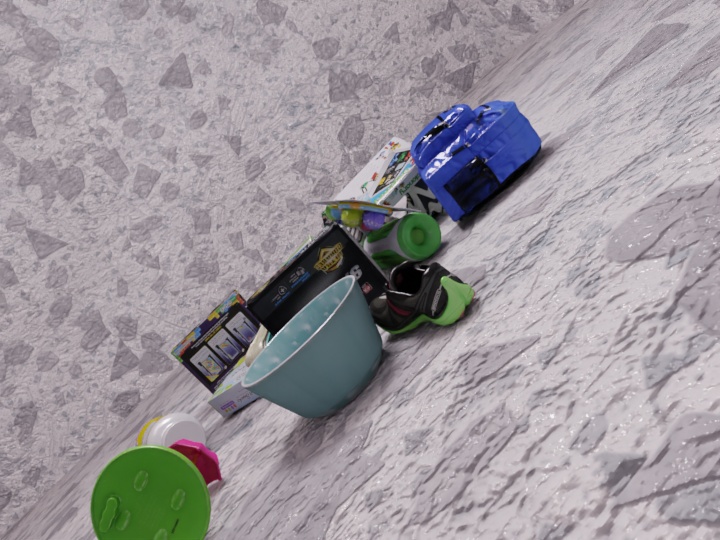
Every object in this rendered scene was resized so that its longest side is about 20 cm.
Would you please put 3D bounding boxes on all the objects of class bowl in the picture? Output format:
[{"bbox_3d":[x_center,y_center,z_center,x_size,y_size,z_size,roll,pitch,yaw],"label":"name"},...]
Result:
[{"bbox_3d":[-0.048,0.112,0.751,0.200,0.105,0.201,-41,9,8],"label":"bowl"}]

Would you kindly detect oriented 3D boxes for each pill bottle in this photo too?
[{"bbox_3d":[-0.346,0.317,1.061,0.104,0.104,0.200,-48,12,-32],"label":"pill bottle"}]

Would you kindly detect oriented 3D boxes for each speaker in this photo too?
[{"bbox_3d":[0.070,-0.051,1.048,0.088,0.089,0.200,-45,10,-17],"label":"speaker"}]

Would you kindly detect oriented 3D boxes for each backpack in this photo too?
[{"bbox_3d":[0.195,-0.204,0.982,0.199,0.168,0.163,-36,17,11],"label":"backpack"}]

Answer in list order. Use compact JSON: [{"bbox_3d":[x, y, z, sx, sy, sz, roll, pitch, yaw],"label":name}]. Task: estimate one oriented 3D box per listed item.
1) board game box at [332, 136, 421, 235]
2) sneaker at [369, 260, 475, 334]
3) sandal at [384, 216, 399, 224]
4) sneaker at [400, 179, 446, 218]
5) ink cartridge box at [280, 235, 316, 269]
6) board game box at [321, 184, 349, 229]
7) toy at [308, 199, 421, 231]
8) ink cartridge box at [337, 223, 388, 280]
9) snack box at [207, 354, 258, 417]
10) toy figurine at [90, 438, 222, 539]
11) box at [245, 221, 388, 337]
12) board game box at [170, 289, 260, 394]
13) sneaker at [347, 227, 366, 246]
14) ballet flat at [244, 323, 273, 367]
[{"bbox_3d":[0.040,-0.172,1.143,0.200,0.035,0.126,-46,40,-4],"label":"board game box"},{"bbox_3d":[0.065,0.027,0.731,0.077,0.084,0.200,-46,11,-28],"label":"sneaker"},{"bbox_3d":[0.042,-0.085,1.246,0.050,0.082,0.202,-57,26,-14],"label":"sandal"},{"bbox_3d":[0.114,-0.161,1.210,0.080,0.130,0.199,-46,10,-33],"label":"sneaker"},{"bbox_3d":[-0.120,0.045,1.294,0.145,0.048,0.202,-41,51,42],"label":"ink cartridge box"},{"bbox_3d":[-0.031,-0.101,1.299,0.029,0.136,0.200,-5,24,19],"label":"board game box"},{"bbox_3d":[-0.001,-0.093,0.987,0.199,0.114,0.048,16,100,58],"label":"toy"},{"bbox_3d":[-0.063,0.034,1.024,0.200,0.147,0.083,-44,14,-7],"label":"ink cartridge box"},{"bbox_3d":[-0.196,0.194,1.137,0.199,0.053,0.142,-35,14,32],"label":"snack box"},{"bbox_3d":[-0.258,0.312,0.781,0.184,0.149,0.202,29,-96,-86],"label":"toy figurine"},{"bbox_3d":[-0.064,0.044,0.949,0.200,0.159,0.046,-42,13,-1],"label":"box"},{"bbox_3d":[-0.305,0.173,1.333,0.200,0.166,0.057,-43,11,-6],"label":"board game box"},{"bbox_3d":[0.000,0.000,1.184,0.075,0.115,0.202,18,89,38],"label":"sneaker"},{"bbox_3d":[-0.168,0.110,1.069,0.062,0.068,0.200,-26,19,20],"label":"ballet flat"}]
